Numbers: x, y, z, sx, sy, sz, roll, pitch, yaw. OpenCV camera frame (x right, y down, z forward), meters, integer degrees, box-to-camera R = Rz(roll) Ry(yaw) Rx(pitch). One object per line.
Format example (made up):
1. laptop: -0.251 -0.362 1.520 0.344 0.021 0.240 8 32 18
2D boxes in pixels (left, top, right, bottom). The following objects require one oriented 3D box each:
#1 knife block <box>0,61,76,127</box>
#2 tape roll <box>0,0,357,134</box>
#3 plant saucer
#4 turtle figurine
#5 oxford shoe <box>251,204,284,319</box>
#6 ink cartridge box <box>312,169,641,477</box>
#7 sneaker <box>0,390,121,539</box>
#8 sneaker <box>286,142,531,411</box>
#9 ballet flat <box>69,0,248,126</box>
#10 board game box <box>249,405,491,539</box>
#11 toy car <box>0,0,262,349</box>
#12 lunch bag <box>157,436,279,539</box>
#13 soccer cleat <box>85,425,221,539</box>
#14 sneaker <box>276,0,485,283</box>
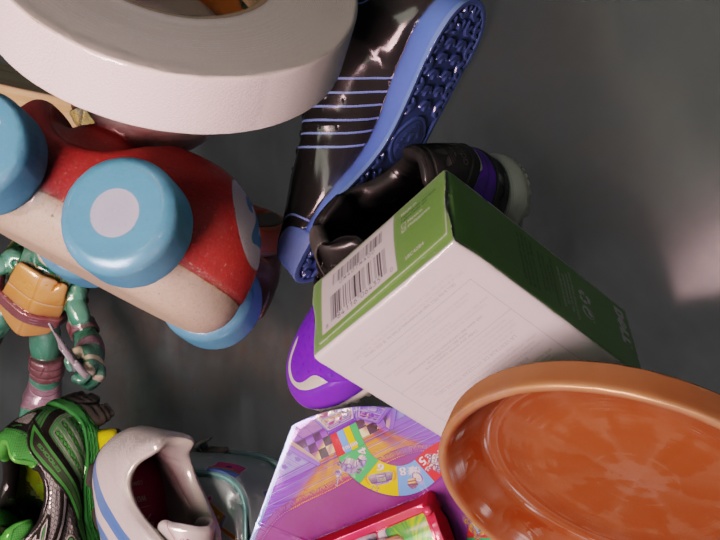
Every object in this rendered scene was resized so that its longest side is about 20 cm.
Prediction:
1. knife block: -0.320 -0.118 0.850 0.199 0.175 0.064 25 110 28
2. tape roll: -0.099 -0.149 0.636 0.203 0.202 0.037 41 136 22
3. plant saucer: 0.138 0.109 0.607 0.199 0.032 0.201 16 143 12
4. turtle figurine: -0.231 0.027 0.839 0.149 0.101 0.200 34 132 4
5. oxford shoe: -0.141 -0.021 0.810 0.199 0.071 0.073 19 110 29
6. ink cartridge box: 0.081 0.046 0.651 0.104 0.200 0.059 -40 30 28
7. sneaker: -0.204 0.183 0.778 0.078 0.085 0.201 6 102 39
8. sneaker: 0.000 -0.001 0.694 0.200 0.099 0.070 -51 51 24
9. ballet flat: -0.107 -0.130 0.783 0.199 0.071 0.071 -26 82 31
10. board game box: 0.008 0.184 0.709 0.157 0.039 0.201 21 100 3
11. toy car: -0.111 -0.083 0.682 0.176 0.184 0.201 25 81 15
12. lunch bag: -0.110 0.215 0.815 0.160 0.077 0.201 -3 94 35
13. soccer cleat: -0.115 0.192 0.721 0.086 0.070 0.201 -20 81 45
14. sneaker: -0.005 -0.091 0.717 0.078 0.070 0.201 40 108 26
